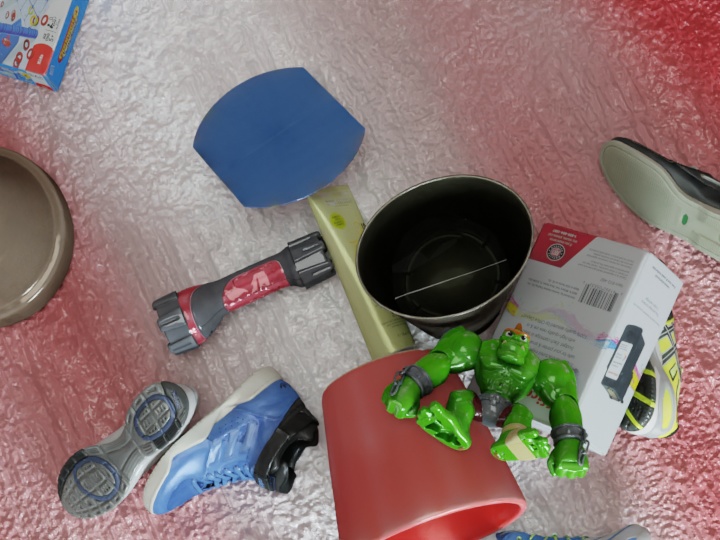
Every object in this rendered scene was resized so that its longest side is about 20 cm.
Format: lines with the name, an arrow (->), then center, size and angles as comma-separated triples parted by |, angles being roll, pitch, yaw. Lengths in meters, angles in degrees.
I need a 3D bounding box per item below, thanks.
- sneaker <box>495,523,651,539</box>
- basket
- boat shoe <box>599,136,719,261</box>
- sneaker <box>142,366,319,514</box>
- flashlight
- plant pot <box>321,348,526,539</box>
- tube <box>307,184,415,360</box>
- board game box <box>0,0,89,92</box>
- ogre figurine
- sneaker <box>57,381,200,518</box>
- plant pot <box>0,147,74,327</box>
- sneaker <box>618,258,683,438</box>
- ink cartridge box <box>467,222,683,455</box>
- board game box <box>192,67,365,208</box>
sneaker -> 0.197, 0.297, 1.580 | 0.199, 0.076, 0.106 | -33, 78, -1
basket -> 0.093, -0.001, 1.578 | 0.178, 0.200, 0.138 | -20, 76, 2
boat shoe -> 0.347, -0.082, 1.654 | 0.199, 0.072, 0.068 | 35, 47, 17
sneaker -> -0.130, 0.207, 1.621 | 0.200, 0.077, 0.111 | -43, 70, -10
flashlight -> -0.124, 0.024, 1.661 | 0.198, 0.068, 0.068 | -23, 77, 1
plant pot -> 0.049, 0.190, 1.563 | 0.198, 0.201, 0.179 | -19, 70, 1
tube -> 0.000, 0.000, 1.659 | 0.051, 0.058, 0.202 | -22, 79, -4
board game box -> -0.410, -0.331, 1.756 | 0.193, 0.056, 0.203 | 16, 81, 7
ogre figurine -> 0.130, 0.119, 1.481 | 0.197, 0.099, 0.121 | 5, 48, 20
sneaker -> -0.241, 0.194, 1.638 | 0.199, 0.087, 0.075 | -40, 80, 15
plant pot -> -0.424, -0.048, 1.645 | 0.197, 0.175, 0.203 | -1, 80, 5
sneaker -> 0.302, 0.083, 1.621 | 0.075, 0.076, 0.203 | -14, 58, 41
ink cartridge box -> 0.220, 0.069, 1.585 | 0.145, 0.083, 0.202 | 19, 80, 45
board game box -> -0.088, -0.135, 1.689 | 0.157, 0.039, 0.200 | -35, 52, -11
